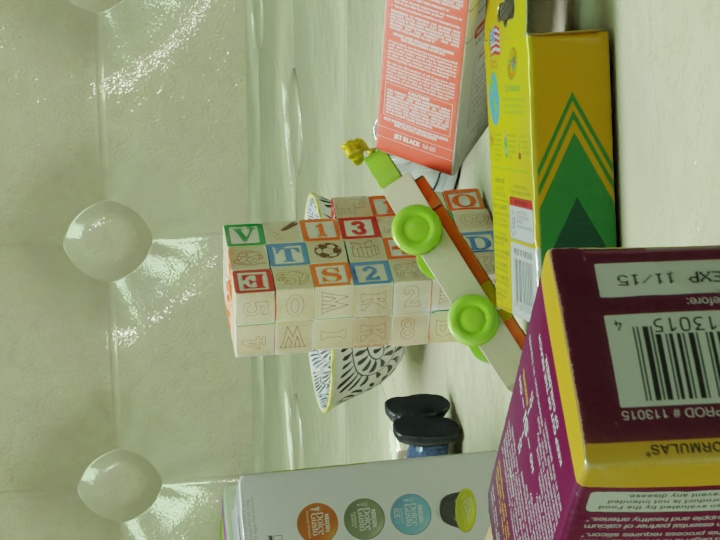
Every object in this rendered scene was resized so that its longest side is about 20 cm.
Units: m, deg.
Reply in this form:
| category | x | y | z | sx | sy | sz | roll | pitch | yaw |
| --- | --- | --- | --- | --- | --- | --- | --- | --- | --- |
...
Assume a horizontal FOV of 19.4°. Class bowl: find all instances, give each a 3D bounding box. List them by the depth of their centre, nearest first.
| category | x | y | z | sx | sy | sz | roll | pitch | yaw |
| --- | --- | --- | --- | --- | --- | --- | --- | --- | --- |
| bowl | 0.005 | 0.027 | 1.923 | 0.201 | 0.094 | 0.202 | 177 | 90 | -83 |

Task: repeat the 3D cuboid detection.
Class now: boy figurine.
| category | x | y | z | sx | sy | sz | roll | pitch | yaw |
| --- | --- | --- | --- | --- | --- | --- | --- | --- | --- |
| boy figurine | 0.047 | 0.203 | 1.803 | 0.124 | 0.064 | 0.201 | -110 | 22 | -57 |

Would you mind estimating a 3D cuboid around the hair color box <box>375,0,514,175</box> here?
| category | x | y | z | sx | sy | sz | roll | pitch | yaw |
| --- | --- | --- | --- | --- | --- | --- | --- | --- | --- |
| hair color box | 0.062 | -0.176 | 1.358 | 0.111 | 0.064 | 0.200 | -54 | -22 | -43 |

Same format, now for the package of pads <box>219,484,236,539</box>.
| category | x | y | z | sx | sy | sz | roll | pitch | yaw |
| --- | --- | --- | --- | --- | --- | --- | --- | --- | --- |
| package of pads | -0.221 | 0.516 | 3.902 | 0.155 | 0.068 | 0.201 | 101 | 164 | -60 |

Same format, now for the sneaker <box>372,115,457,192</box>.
| category | x | y | z | sx | sy | sz | roll | pitch | yaw |
| --- | --- | --- | --- | --- | --- | --- | --- | --- | --- |
| sneaker | 0.043 | -0.106 | 1.670 | 0.200 | 0.070 | 0.073 | 109 | 157 | -70 |

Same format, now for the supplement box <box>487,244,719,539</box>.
| category | x | y | z | sx | sy | sz | roll | pitch | yaw |
| --- | --- | --- | --- | --- | --- | --- | --- | --- | --- |
| supplement box | 0.132 | 0.084 | 0.875 | 0.200 | 0.130 | 0.104 | 99 | 167 | -54 |

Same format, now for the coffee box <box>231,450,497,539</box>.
| category | x | y | z | sx | sy | sz | roll | pitch | yaw |
| --- | --- | --- | --- | --- | --- | --- | --- | --- | --- |
| coffee box | 0.010 | 0.254 | 1.590 | 0.200 | 0.197 | 0.201 | 110 | 154 | -76 |

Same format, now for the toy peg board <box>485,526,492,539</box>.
| category | x | y | z | sx | sy | sz | roll | pitch | yaw |
| --- | --- | --- | --- | --- | --- | --- | --- | --- | --- |
| toy peg board | 0.130 | 0.218 | 1.132 | 0.200 | 0.097 | 0.200 | -107 | 30 | -55 |

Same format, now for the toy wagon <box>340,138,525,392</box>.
| category | x | y | z | sx | sy | sz | roll | pitch | yaw |
| --- | --- | --- | --- | --- | --- | --- | --- | --- | --- |
| toy wagon | 0.054 | -0.010 | 1.402 | 0.200 | 0.039 | 0.155 | 59 | -177 | 10 |

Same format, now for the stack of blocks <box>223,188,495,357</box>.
| category | x | y | z | sx | sy | sz | roll | pitch | yaw |
| --- | --- | --- | --- | --- | --- | --- | --- | --- | --- |
| stack of blocks | 0.000 | 0.000 | 1.552 | 0.115 | 0.199 | 0.059 | -106 | 14 | -54 |

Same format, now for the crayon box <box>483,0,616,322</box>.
| category | x | y | z | sx | sy | sz | roll | pitch | yaw |
| --- | --- | --- | --- | --- | --- | --- | --- | --- | --- |
| crayon box | 0.111 | -0.072 | 1.251 | 0.127 | 0.051 | 0.201 | -146 | 52 | -81 |
